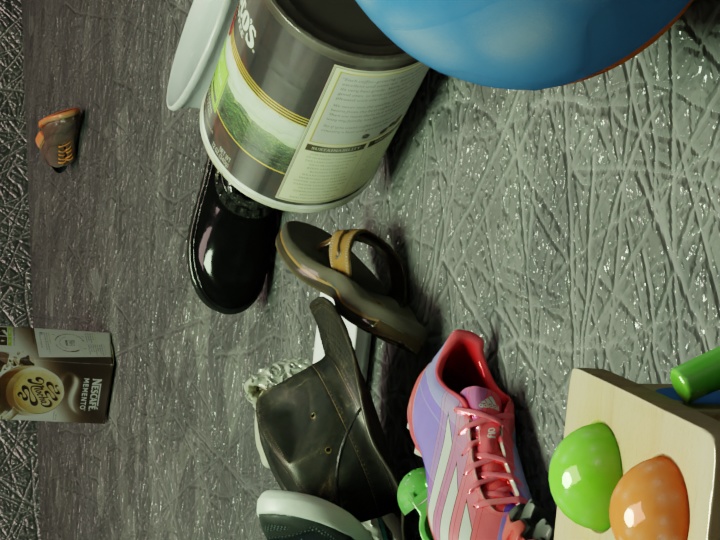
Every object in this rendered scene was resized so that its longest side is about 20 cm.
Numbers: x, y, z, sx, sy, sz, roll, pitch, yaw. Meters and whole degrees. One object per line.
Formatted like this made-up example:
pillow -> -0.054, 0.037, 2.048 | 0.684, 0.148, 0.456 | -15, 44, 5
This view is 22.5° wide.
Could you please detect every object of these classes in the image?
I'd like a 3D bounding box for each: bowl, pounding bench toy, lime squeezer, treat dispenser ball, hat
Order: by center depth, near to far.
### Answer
pounding bench toy -> 0.154, 0.073, 0.672 | 0.124, 0.155, 0.201 | -155, 69, -72
treat dispenser ball -> 0.080, -0.188, 0.874 | 0.201, 0.200, 0.202 | -178, 90, -73
lime squeezer -> 0.054, 0.166, 1.148 | 0.200, 0.038, 0.071 | -136, 25, -66
hat -> -0.027, 0.124, 1.280 | 0.201, 0.081, 0.201 | 161, 90, -85
bowl -> -0.095, -0.220, 1.591 | 0.201, 0.090, 0.202 | -160, 90, -75

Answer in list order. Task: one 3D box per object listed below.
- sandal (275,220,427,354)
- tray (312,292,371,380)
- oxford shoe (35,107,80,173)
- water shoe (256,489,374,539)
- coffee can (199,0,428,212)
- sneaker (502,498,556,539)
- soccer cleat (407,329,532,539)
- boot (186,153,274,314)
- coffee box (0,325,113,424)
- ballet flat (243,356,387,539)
sandal -> 0.000, 0.000, 1.326 | 0.055, 0.082, 0.200 | -63, 25, 9
tray -> -0.018, 0.108, 1.455 | 0.107, 0.022, 0.201 | -138, 52, -67
oxford shoe -> -0.484, -0.213, 2.963 | 0.200, 0.071, 0.073 | 138, 113, -72
water shoe -> -0.021, 0.228, 1.238 | 0.200, 0.071, 0.079 | 60, -137, -41
coffee can -> -0.025, -0.154, 1.303 | 0.200, 0.146, 0.147 | 119, 149, -56
sneaker -> 0.108, 0.201, 0.920 | 0.098, 0.071, 0.200 | -61, 22, 12
soccer cleat -> 0.073, 0.117, 1.095 | 0.200, 0.066, 0.077 | -110, 32, -56
boot -> -0.103, -0.057, 1.654 | 0.158, 0.079, 0.212 | -157, 71, -72
coffee box -> -0.457, 0.148, 2.574 | 0.080, 0.199, 0.113 | -106, 24, -54
ballet flat -> -0.042, 0.156, 1.389 | 0.072, 0.072, 0.200 | 112, 142, -48
